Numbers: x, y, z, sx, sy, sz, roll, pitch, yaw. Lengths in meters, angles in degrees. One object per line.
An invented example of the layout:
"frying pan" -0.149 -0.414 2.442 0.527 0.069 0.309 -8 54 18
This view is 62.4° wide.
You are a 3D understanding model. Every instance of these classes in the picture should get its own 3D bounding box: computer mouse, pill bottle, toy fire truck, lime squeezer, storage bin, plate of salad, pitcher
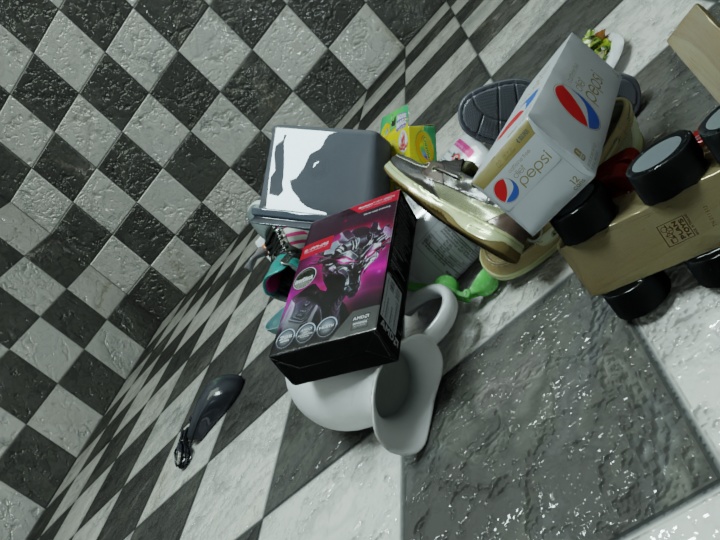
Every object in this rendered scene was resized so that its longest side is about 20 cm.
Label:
"computer mouse" -0.312 0.282 1.185 0.201 0.052 0.138 -51 16 -1
"pill bottle" 0.096 -0.050 0.713 0.200 0.113 0.114 -46 17 12
"toy fire truck" 0.240 -0.093 0.447 0.175 0.129 0.201 -33 12 45
"lime squeezer" 0.103 0.000 0.638 0.195 0.073 0.038 -21 -7 8
"storage bin" -0.041 -0.121 0.827 0.145 0.194 0.139 -1 -81 -72
"plate of salad" 0.265 -0.251 0.809 0.200 0.048 0.202 -45 18 19
"pitcher" 0.011 0.091 0.638 0.198 0.121 0.174 -2 51 57

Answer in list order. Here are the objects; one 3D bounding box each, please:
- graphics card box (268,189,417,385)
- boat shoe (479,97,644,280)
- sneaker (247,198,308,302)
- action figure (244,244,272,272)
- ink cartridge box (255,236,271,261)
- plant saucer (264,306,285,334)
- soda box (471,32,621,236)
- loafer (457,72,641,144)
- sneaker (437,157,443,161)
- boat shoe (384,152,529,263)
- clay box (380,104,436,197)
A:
"graphics card box" -0.012 0.012 0.612 0.122 0.051 0.204 -16 40 27
"boat shoe" 0.189 -0.078 0.580 0.200 0.063 0.074 -43 50 11
"sneaker" -0.122 -0.021 0.914 0.121 0.198 0.085 -42 -16 -47
"action figure" -0.086 -0.059 1.035 0.105 0.195 0.198 75 -143 -65
"ink cartridge box" -0.081 -0.074 1.145 0.201 0.145 0.084 -47 -11 9
"plant saucer" -0.068 0.052 0.986 0.196 0.028 0.200 -31 9 5
"soda box" 0.157 -0.118 0.481 0.068 0.063 0.201 -50 3 44
"loafer" 0.204 -0.178 0.664 0.193 0.074 0.063 -5 13 6
"sneaker" 0.121 -0.142 0.906 0.198 0.074 0.101 -26 30 54
"boat shoe" 0.099 -0.078 0.601 0.066 0.073 0.199 -54 49 6
"clay box" 0.068 -0.120 0.839 0.115 0.046 0.208 -167 74 -71
